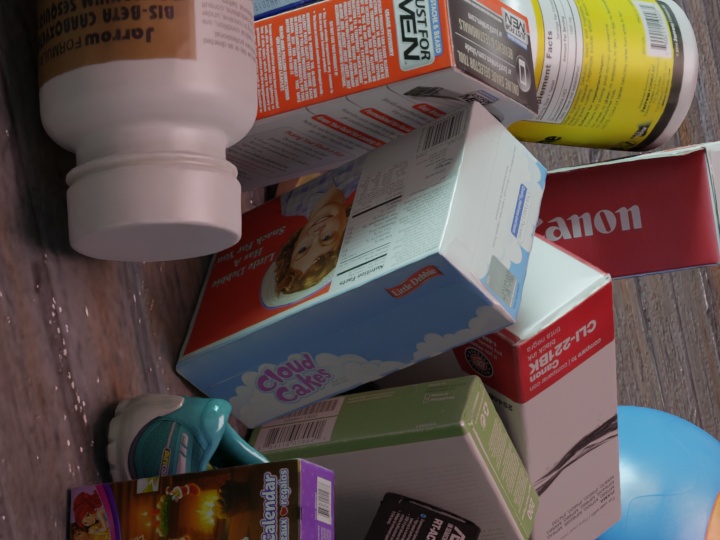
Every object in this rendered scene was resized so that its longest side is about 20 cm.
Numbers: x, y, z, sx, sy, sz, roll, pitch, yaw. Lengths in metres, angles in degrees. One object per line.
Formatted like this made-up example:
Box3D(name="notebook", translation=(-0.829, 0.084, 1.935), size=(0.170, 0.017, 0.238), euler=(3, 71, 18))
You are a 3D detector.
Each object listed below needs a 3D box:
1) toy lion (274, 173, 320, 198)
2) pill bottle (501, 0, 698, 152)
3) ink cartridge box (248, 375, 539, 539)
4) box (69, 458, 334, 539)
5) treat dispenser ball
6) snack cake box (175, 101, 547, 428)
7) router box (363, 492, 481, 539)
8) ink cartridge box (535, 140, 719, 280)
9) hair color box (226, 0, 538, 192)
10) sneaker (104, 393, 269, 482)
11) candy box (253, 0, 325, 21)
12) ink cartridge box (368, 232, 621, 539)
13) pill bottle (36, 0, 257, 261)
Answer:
Box3D(name="toy lion", translation=(0.027, 0.003, 1.557), size=(0.200, 0.068, 0.192), euler=(-38, 125, -55))
Box3D(name="pill bottle", translation=(0.121, -0.143, 1.655), size=(0.199, 0.112, 0.113), euler=(4, 76, -29))
Box3D(name="ink cartridge box", translation=(0.037, 0.159, 1.426), size=(0.200, 0.145, 0.048), euler=(63, 30, -31))
Box3D(name="box", translation=(-0.080, 0.200, 1.196), size=(0.039, 0.136, 0.201), euler=(29, 56, -57))
Box3D(name="treat dispenser ball", translation=(0.173, 0.191, 1.620), size=(0.201, 0.200, 0.202), euler=(30, 56, -56))
Box3D(name="snack cake box", translation=(0.000, 0.000, 1.340), size=(0.067, 0.200, 0.115), euler=(41, 44, -29))
Box3D(name="router box", translation=(-0.002, 0.244, 1.339), size=(0.200, 0.062, 0.150), euler=(-62, 170, -51))
Box3D(name="ink cartridge box", translation=(0.164, -0.034, 1.675), size=(0.175, 0.199, 0.084), euler=(-10, 91, -63))
Box3D(name="hair color box", translation=(-0.015, -0.103, 1.351), size=(0.111, 0.199, 0.064), euler=(20, 61, -60))
Box3D(name="sneaker", translation=(-0.066, 0.146, 1.304), size=(0.200, 0.079, 0.078), euler=(61, 33, -34))
Box3D(name="candy box", translation=(-0.014, -0.199, 1.419), size=(0.200, 0.169, 0.077), euler=(-32, 106, -61))
Box3D(name="ink cartridge box", translation=(0.078, 0.069, 1.465), size=(0.084, 0.144, 0.201), euler=(-34, 136, -28))
Box3D(name="pill bottle", translation=(-0.111, -0.112, 1.263), size=(0.114, 0.114, 0.201), euler=(18, 65, -60))
